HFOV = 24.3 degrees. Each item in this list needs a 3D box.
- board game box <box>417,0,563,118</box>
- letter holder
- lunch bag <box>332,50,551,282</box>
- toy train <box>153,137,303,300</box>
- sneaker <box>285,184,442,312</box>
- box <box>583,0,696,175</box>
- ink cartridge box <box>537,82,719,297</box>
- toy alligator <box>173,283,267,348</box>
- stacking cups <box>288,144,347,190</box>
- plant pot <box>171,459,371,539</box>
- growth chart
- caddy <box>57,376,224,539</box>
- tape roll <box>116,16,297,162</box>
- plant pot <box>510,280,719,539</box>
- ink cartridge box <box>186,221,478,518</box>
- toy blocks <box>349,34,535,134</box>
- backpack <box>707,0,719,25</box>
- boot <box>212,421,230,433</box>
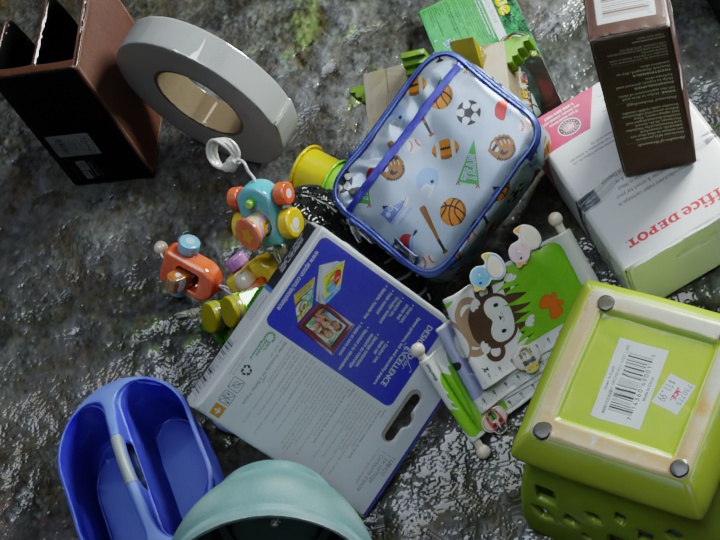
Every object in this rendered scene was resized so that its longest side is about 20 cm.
[{"bbox_3d":[0.136,-0.215,1.741,0.104,0.023,0.201,-24,56,8],"label":"board game box"},{"bbox_3d":[-0.294,-0.209,1.787,0.099,0.200,0.144,-5,59,17],"label":"letter holder"},{"bbox_3d":[0.071,-0.097,1.585,0.160,0.075,0.201,41,96,17],"label":"lunch bag"},{"bbox_3d":[-0.137,-0.024,1.646,0.149,0.201,0.056,32,40,10],"label":"toy train"},{"bbox_3d":[0.000,0.000,1.644,0.200,0.080,0.074,40,42,20],"label":"sneaker"},{"bbox_3d":[0.246,-0.183,1.472,0.074,0.201,0.101,-8,57,12],"label":"box"},{"bbox_3d":[0.269,-0.084,1.578,0.144,0.085,0.201,-30,54,1],"label":"ink cartridge box"},{"bbox_3d":[-0.121,0.052,1.602,0.059,0.199,0.055,-15,89,-33],"label":"toy alligator"},{"bbox_3d":[0.023,-0.063,1.680,0.199,0.061,0.061,26,72,25],"label":"stacking cups"},{"bbox_3d":[-0.076,0.252,1.461,0.198,0.202,0.135,-18,29,9],"label":"plant pot"},{"bbox_3d":[0.141,0.054,1.535,0.200,0.018,0.145,-41,100,-7],"label":"growth chart"},{"bbox_3d":[-0.204,0.196,1.573,0.140,0.105,0.201,-29,56,3],"label":"caddy"},{"bbox_3d":[-0.158,-0.184,1.724,0.201,0.203,0.037,19,68,28],"label":"tape roll"},{"bbox_3d":[0.243,0.130,1.405,0.197,0.182,0.201,16,68,27],"label":"plant pot"},{"bbox_3d":[-0.022,0.091,1.523,0.199,0.199,0.047,-55,25,-2],"label":"ink cartridge box"},{"bbox_3d":[0.085,-0.140,1.661,0.198,0.100,0.138,-11,72,18],"label":"toy blocks"},{"bbox_3d":[0.421,-0.341,1.647,0.198,0.135,0.184,-23,56,3],"label":"backpack"},{"bbox_3d":[-0.066,0.084,1.595,0.198,0.096,0.074,-25,55,5],"label":"boot"}]
